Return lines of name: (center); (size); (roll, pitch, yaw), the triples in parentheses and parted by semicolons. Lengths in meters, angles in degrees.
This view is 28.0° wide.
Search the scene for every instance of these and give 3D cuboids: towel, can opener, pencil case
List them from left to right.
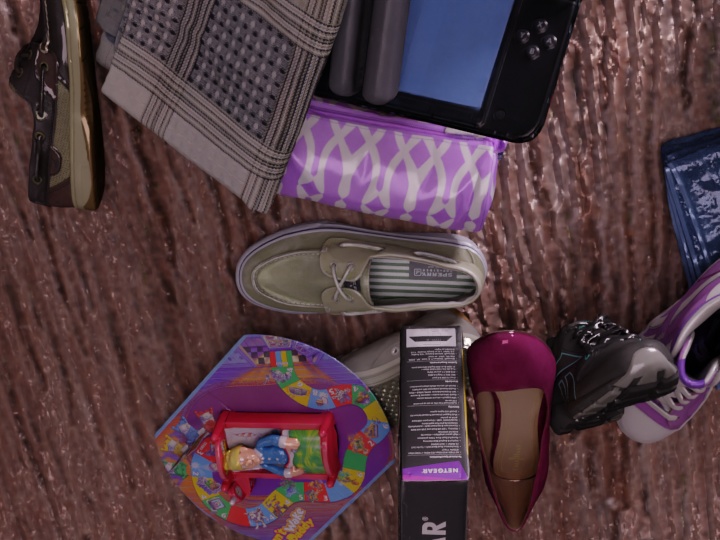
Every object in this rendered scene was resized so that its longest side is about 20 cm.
towel: (-0.109, -0.170, 1.021); (0.200, 0.034, 0.194); (41, 128, 22)
can opener: (0.005, -0.206, 0.953); (0.053, 0.067, 0.202); (16, 115, 20)
pencil case: (0.012, -0.086, 1.086); (0.198, 0.084, 0.086); (9, 138, -3)
towel: (0.304, -0.014, 1.120); (0.111, 0.049, 0.202); (-17, 103, 4)

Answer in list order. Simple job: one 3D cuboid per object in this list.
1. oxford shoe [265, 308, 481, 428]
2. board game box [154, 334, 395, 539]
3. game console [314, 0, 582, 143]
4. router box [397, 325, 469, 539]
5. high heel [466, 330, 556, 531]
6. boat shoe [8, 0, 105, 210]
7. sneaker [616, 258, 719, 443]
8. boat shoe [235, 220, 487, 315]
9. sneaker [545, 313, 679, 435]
oxford shoe: (0.012, 0.086, 1.146); (0.199, 0.058, 0.075); (-25, 130, 20)
board game box: (-0.071, 0.148, 1.135); (0.158, 0.039, 0.200); (38, 120, -9)
game console: (0.042, -0.200, 0.987); (0.198, 0.119, 0.174); (16, 84, 20)
router box: (0.053, 0.164, 1.077); (0.050, 0.150, 0.201); (0, 132, 2)
high heel: (0.116, 0.119, 1.074); (0.067, 0.200, 0.097); (-5, 61, 11)
boat shoe: (-0.232, -0.142, 1.082); (0.064, 0.073, 0.202); (-4, 104, -4)
sneaker: (0.237, 0.071, 1.079); (0.072, 0.114, 0.201); (34, 126, 10)
boat shoe: (0.000, 0.000, 1.119); (0.198, 0.062, 0.073); (-3, 104, 2)
sneaker: (0.173, 0.071, 1.071); (0.075, 0.200, 0.080); (-10, 78, -12)
